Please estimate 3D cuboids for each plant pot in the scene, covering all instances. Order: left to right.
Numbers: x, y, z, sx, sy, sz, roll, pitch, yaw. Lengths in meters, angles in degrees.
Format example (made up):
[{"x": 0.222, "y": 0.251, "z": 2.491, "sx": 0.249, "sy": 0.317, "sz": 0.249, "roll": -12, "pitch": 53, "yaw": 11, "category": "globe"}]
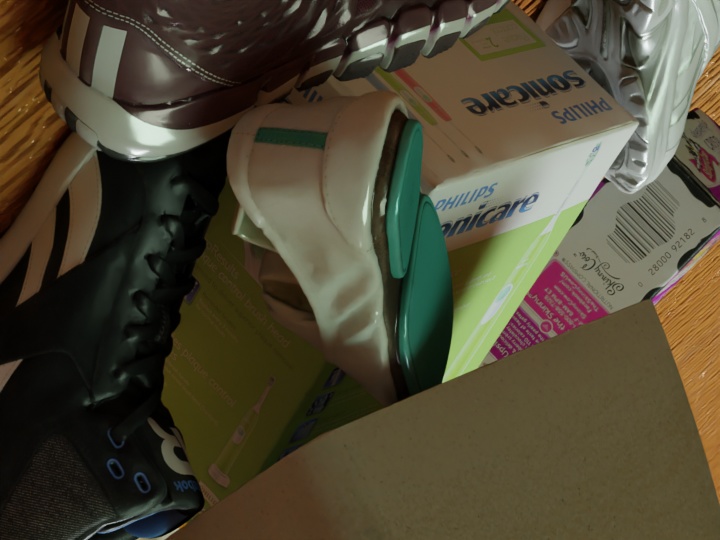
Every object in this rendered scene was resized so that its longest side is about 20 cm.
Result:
[{"x": 0.029, "y": 0.152, "z": 0.890, "sx": 0.199, "sy": 0.178, "sz": 0.200, "roll": -19, "pitch": 167, "yaw": -47, "category": "plant pot"}]

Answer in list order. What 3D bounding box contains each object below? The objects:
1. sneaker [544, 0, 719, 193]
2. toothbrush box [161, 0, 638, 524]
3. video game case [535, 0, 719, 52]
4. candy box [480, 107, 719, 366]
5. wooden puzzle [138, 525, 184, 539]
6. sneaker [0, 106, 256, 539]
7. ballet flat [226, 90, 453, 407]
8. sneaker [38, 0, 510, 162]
[{"x": 0.131, "y": -0.109, "z": 0.993, "sx": 0.099, "sy": 0.078, "sz": 0.201, "roll": -30, "pitch": 153, "yaw": -19, "category": "sneaker"}, {"x": 0.000, "y": 0.000, "z": 0.979, "sx": 0.145, "sy": 0.086, "sz": 0.201, "roll": -19, "pitch": 149, "yaw": -50, "category": "toothbrush box"}, {"x": 0.134, "y": -0.121, "z": 1.118, "sx": 0.181, "sy": 0.023, "sz": 0.201, "roll": -26, "pitch": 153, "yaw": -47, "category": "video game case"}, {"x": 0.110, "y": 0.013, "z": 1.232, "sx": 0.200, "sy": 0.061, "sz": 0.136, "roll": -48, "pitch": 173, "yaw": 18, "category": "candy box"}, {"x": -0.076, "y": 0.127, "z": 1.145, "sx": 0.186, "sy": 0.046, "sz": 0.200, "roll": -51, "pitch": 161, "yaw": 17, "category": "wooden puzzle"}, {"x": -0.073, "y": 0.023, "z": 0.825, "sx": 0.200, "sy": 0.112, "sz": 0.073, "roll": -48, "pitch": 163, "yaw": 6, "category": "sneaker"}, {"x": -0.007, "y": -0.008, "z": 0.808, "sx": 0.069, "sy": 0.069, "sz": 0.200, "roll": -42, "pitch": 161, "yaw": -10, "category": "ballet flat"}, {"x": -0.006, "y": -0.116, "z": 0.745, "sx": 0.199, "sy": 0.076, "sz": 0.116, "roll": -34, "pitch": 155, "yaw": -31, "category": "sneaker"}]
